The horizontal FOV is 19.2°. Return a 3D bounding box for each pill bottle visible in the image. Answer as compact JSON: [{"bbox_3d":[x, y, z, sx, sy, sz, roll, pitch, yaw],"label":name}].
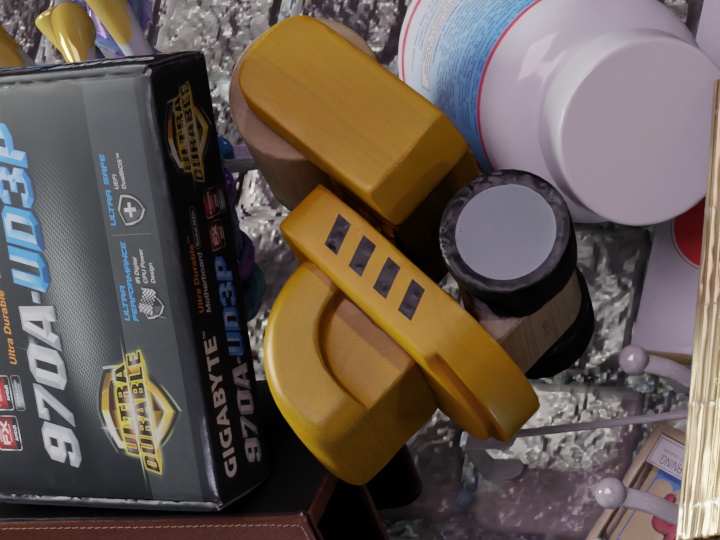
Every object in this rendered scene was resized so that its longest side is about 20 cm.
[{"bbox_3d":[0.094,-0.085,0.991,0.109,0.109,0.200,-49,23,2],"label":"pill bottle"}]

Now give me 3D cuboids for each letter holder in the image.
[{"bbox_3d":[-0.072,0.140,1.052,0.199,0.142,0.101,-5,35,27],"label":"letter holder"}]

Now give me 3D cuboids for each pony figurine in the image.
[{"bbox_3d":[-0.099,-0.055,1.068,0.166,0.193,0.200,-34,88,18],"label":"pony figurine"}]

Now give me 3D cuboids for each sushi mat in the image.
[{"bbox_3d":[0.172,0.009,0.844,0.096,0.012,0.201,-8,70,49],"label":"sushi mat"}]

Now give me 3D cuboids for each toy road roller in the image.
[{"bbox_3d":[0.000,0.000,0.944,0.146,0.123,0.200,-45,68,-8],"label":"toy road roller"}]

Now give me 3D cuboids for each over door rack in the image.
[{"bbox_3d":[0.103,0.114,0.927,0.200,0.067,0.148,-19,45,41],"label":"over door rack"}]

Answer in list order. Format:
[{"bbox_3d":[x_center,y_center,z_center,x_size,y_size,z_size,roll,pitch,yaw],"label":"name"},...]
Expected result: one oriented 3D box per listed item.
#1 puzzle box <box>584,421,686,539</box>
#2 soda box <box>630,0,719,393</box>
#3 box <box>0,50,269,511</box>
[{"bbox_3d":[0.178,0.168,0.938,0.200,0.025,0.133,29,85,34],"label":"puzzle box"},{"bbox_3d":[0.186,-0.043,1.001,0.068,0.064,0.201,5,72,30],"label":"soda box"},{"bbox_3d":[-0.130,0.006,0.967,0.158,0.046,0.201,-1,104,31],"label":"box"}]
